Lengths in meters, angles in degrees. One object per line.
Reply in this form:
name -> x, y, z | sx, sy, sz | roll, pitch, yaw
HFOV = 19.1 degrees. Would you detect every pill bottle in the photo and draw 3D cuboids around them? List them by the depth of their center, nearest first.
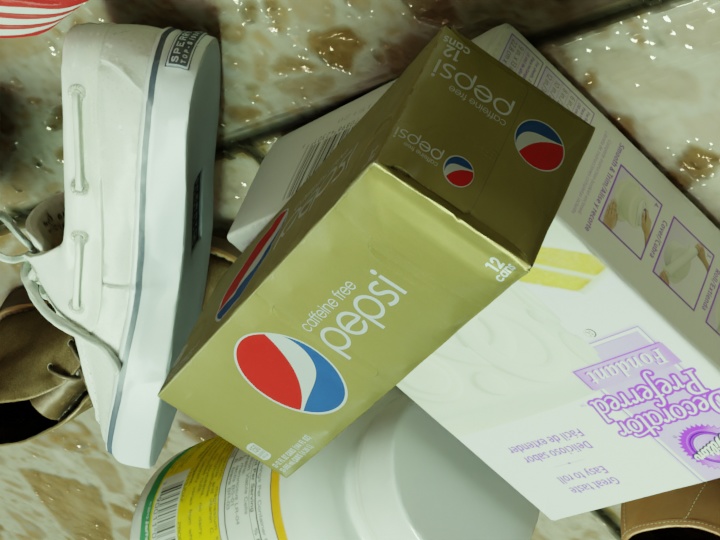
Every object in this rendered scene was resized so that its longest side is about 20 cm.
pill bottle -> -0.012, 0.115, 0.992 | 0.113, 0.113, 0.200 | 39, 144, -20

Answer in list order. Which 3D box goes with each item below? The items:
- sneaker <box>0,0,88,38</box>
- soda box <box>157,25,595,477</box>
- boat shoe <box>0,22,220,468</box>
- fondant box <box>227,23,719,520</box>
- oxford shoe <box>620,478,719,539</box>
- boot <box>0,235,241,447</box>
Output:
sneaker -> -0.185, -0.146, 0.785 | 0.199, 0.079, 0.115 | 35, 144, -11
soda box -> 0.000, 0.000, 0.767 | 0.064, 0.068, 0.200 | 33, 145, -8
boat shoe -> -0.110, -0.010, 0.879 | 0.085, 0.075, 0.203 | 12, 126, 7
fondant box -> 0.067, 0.009, 0.846 | 0.200, 0.058, 0.144 | 40, 143, -22
oxford shoe -> 0.205, 0.121, 0.899 | 0.199, 0.072, 0.072 | 12, 143, 16
boot -> -0.113, 0.039, 0.989 | 0.199, 0.076, 0.074 | -19, 122, 43
